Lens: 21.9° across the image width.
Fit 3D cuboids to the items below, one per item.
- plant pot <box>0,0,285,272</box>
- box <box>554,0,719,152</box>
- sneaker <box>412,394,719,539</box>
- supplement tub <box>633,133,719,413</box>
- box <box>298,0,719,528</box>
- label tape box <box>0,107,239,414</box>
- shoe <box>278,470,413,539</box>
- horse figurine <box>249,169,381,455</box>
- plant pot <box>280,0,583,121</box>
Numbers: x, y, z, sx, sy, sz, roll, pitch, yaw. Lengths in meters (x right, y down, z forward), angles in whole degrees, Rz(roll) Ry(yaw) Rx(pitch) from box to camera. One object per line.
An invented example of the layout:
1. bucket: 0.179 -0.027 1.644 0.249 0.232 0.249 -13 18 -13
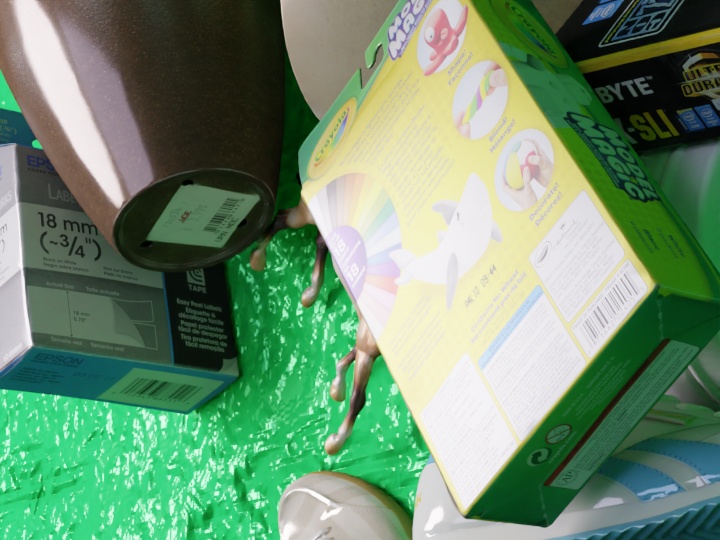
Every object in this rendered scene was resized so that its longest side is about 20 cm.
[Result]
1. plant pot: -0.116 -0.106 1.070 0.187 0.186 0.201 -46 49 36
2. box: 0.174 -0.129 0.716 0.159 0.049 0.200 -10 34 53
3. sneaker: 0.112 0.076 0.688 0.199 0.077 0.081 -10 49 19
4. supplement tub: 0.111 0.005 0.787 0.200 0.131 0.133 -12 72 51
5. box: 0.045 -0.019 0.685 0.117 0.048 0.200 -53 45 28
6. label tape box: -0.161 -0.022 1.139 0.063 0.144 0.201 -36 54 42
7. shoe: 0.004 0.164 0.950 0.200 0.053 0.070 43 115 49
8. horse figurine: 0.000 0.000 1.002 0.133 0.050 0.201 -53 46 39
9. plant pot: 0.076 -0.140 0.841 0.134 0.200 0.201 16 94 32
